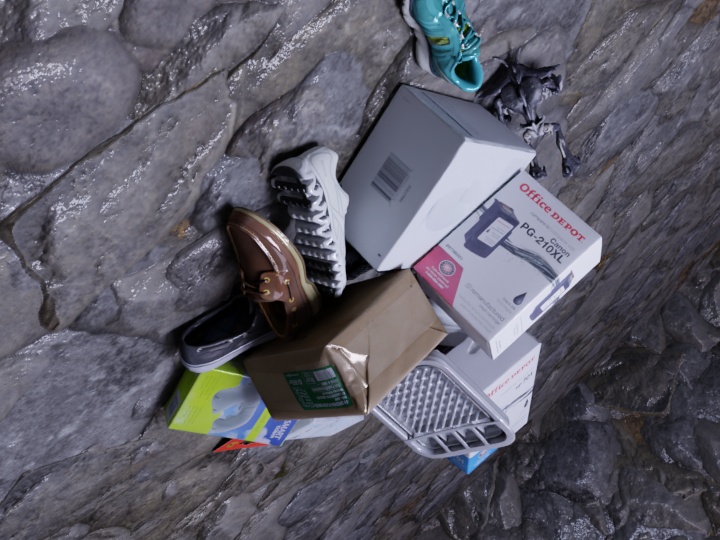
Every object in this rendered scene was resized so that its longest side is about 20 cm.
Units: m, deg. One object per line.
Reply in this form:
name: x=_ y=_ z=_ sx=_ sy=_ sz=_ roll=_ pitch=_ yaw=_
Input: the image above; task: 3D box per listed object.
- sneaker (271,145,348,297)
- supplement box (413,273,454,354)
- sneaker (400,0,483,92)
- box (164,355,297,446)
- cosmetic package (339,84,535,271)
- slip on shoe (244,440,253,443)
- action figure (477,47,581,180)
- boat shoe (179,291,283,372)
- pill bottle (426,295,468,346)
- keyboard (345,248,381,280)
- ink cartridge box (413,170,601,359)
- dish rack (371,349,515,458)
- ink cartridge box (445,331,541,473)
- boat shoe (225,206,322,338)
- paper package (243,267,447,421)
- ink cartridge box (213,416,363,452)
sneaker: x=-0.042 y=-0.055 z=1.045 sx=0.081 sy=0.075 sz=0.200 roll=-44 pitch=138 yaw=-37
supplement box: x=0.110 y=0.112 z=1.418 sx=0.110 sy=0.200 sz=0.086 roll=-31 pitch=-173 yaw=-25
sneaker: x=0.102 y=-0.270 z=0.968 sx=0.077 sy=0.080 sz=0.200 roll=-43 pitch=155 yaw=-3
box: x=-0.155 y=0.179 z=1.213 sx=0.200 sy=0.048 sz=0.122 roll=16 pitch=120 yaw=-32
cosmetic package: x=0.090 y=-0.115 z=1.139 sx=0.200 sy=0.123 sz=0.200 roll=-2 pitch=132 yaw=-54
slip on shoe: x=-0.139 y=0.178 z=1.313 sx=0.061 sy=0.076 sz=0.200 roll=-33 pitch=149 yaw=-50
action figure: x=0.235 y=-0.222 z=1.223 sx=0.119 sy=0.102 sz=0.200 roll=-21 pitch=116 yaw=12
boat shoe: x=-0.145 y=0.054 z=1.117 sx=0.200 sy=0.070 sz=0.066 roll=-29 pitch=152 yaw=-17
pill bottle: x=0.147 y=0.014 z=1.334 sx=0.111 sy=0.110 sz=0.201 roll=10 pitch=86 yaw=-61
keyboard: x=0.000 y=0.000 z=1.198 sx=0.104 sy=0.040 sz=0.200 roll=-35 pitch=174 yaw=12
ink cartridge box: x=0.193 y=-0.009 z=1.142 sx=0.200 sy=0.145 sz=0.084 roll=-42 pitch=156 yaw=-7
dish rack: x=0.098 y=0.178 z=1.190 sx=0.171 sy=0.200 sz=0.044 roll=-21 pitch=-143 yaw=39
ink cartridge box: x=0.185 y=0.187 z=1.321 sx=0.146 sy=0.086 sz=0.200 roll=-34 pitch=145 yaw=-27
boat shoe: x=-0.107 y=0.008 z=1.034 sx=0.068 sy=0.072 sz=0.200 roll=-54 pitch=143 yaw=-24
paper package: x=-0.022 y=0.099 z=1.129 sx=0.200 sy=0.104 sz=0.191 roll=-15 pitch=-160 yaw=50
ink cartridge box: x=-0.115 y=0.266 z=1.430 sx=0.200 sy=0.047 sz=0.160 roll=-33 pitch=160 yaw=22
